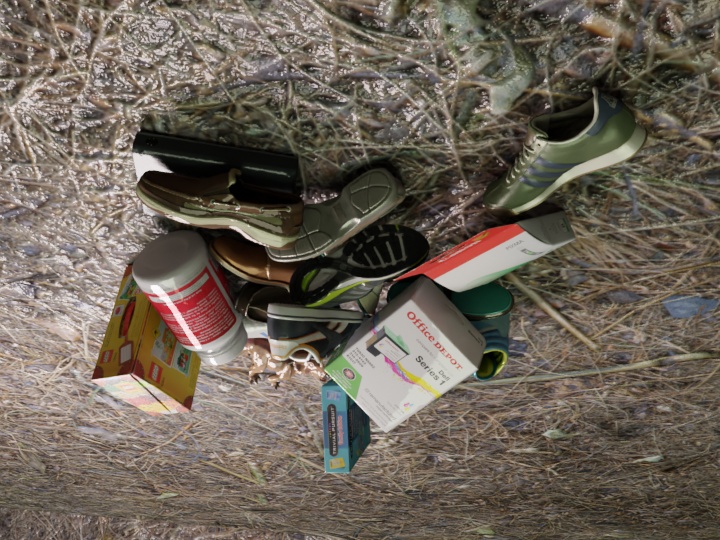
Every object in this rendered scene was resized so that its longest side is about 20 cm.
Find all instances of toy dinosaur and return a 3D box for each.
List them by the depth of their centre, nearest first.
[{"bbox_3d":[-0.155,0.153,1.193,0.199,0.086,0.136,16,145,-8],"label":"toy dinosaur"}]

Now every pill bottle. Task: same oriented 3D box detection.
[{"bbox_3d":[-0.246,0.047,0.980,0.112,0.112,0.200,-7,131,17],"label":"pill bottle"}]

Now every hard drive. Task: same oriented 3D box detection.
[{"bbox_3d":[-0.185,-0.107,0.848,0.199,0.033,0.140,9,146,-6],"label":"hard drive"}]

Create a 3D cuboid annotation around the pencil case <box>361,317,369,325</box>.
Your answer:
[{"bbox_3d":[0.028,0.165,1.188,0.083,0.091,0.200,-33,144,-6],"label":"pencil case"}]

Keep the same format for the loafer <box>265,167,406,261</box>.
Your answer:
[{"bbox_3d":[-0.030,-0.062,0.847,0.200,0.072,0.063,-27,160,21],"label":"loafer"}]

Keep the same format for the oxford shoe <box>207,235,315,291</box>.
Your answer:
[{"bbox_3d":[-0.126,-0.017,0.962,0.199,0.071,0.071,20,119,-25],"label":"oxford shoe"}]

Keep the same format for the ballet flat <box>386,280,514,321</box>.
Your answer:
[{"bbox_3d":[0.141,0.047,1.020,0.199,0.068,0.068,5,158,19],"label":"ballet flat"}]

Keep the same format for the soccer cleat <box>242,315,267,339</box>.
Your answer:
[{"bbox_3d":[-0.160,0.079,1.107,0.199,0.070,0.087,13,128,-14],"label":"soccer cleat"}]

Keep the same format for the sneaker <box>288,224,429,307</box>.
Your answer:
[{"bbox_3d":[0.004,-0.003,0.875,0.199,0.074,0.081,-20,160,23],"label":"sneaker"}]

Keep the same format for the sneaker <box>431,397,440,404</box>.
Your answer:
[{"bbox_3d":[0.108,0.182,1.148,0.200,0.076,0.081,13,112,-56],"label":"sneaker"}]

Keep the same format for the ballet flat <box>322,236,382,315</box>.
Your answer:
[{"bbox_3d":[0.000,0.000,0.965,0.069,0.070,0.200,-10,143,21],"label":"ballet flat"}]

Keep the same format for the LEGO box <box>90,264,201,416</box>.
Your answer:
[{"bbox_3d":[-0.323,0.109,1.036,0.077,0.201,0.149,-11,143,21],"label":"LEGO box"}]

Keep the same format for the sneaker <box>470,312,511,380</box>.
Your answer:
[{"bbox_3d":[0.164,0.129,1.073,0.079,0.131,0.200,24,144,-27],"label":"sneaker"}]

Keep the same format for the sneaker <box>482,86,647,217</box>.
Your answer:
[{"bbox_3d":[0.208,-0.137,0.736,0.200,0.067,0.090,-26,128,37],"label":"sneaker"}]

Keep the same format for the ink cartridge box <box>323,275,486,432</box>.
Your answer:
[{"bbox_3d":[0.067,0.129,0.987,0.145,0.084,0.200,46,119,-5],"label":"ink cartridge box"}]

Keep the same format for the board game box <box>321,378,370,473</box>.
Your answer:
[{"bbox_3d":[-0.024,0.272,1.215,0.047,0.152,0.200,-3,180,12],"label":"board game box"}]

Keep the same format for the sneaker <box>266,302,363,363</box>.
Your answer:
[{"bbox_3d":[-0.066,0.089,0.936,0.078,0.080,0.200,5,179,33],"label":"sneaker"}]

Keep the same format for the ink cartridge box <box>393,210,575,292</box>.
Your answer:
[{"bbox_3d":[0.164,-0.014,0.843,0.200,0.050,0.161,-17,169,-47],"label":"ink cartridge box"}]

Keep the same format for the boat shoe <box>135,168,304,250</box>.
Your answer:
[{"bbox_3d":[-0.164,-0.093,0.788,0.202,0.075,0.075,15,122,-14],"label":"boat shoe"}]

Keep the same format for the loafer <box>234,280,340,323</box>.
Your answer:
[{"bbox_3d":[-0.100,0.058,1.011,0.200,0.071,0.073,9,111,-40],"label":"loafer"}]
